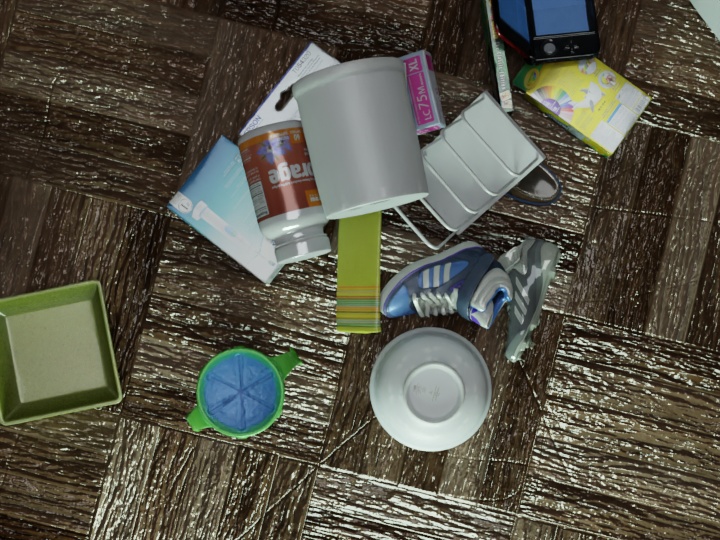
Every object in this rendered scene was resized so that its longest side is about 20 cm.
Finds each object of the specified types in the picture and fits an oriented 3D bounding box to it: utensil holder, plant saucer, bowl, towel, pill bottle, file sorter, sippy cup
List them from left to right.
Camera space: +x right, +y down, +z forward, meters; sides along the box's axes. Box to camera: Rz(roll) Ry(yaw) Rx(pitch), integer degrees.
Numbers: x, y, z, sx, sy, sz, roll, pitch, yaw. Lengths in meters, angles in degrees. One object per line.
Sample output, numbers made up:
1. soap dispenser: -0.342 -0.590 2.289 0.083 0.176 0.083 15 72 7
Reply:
1. plant saucer: -0.492 0.131 1.733 0.199 0.048 0.201 -11 88 0
2. sippy cup: -0.181 0.185 1.690 0.177 0.130 0.140 3 89 0
3. pill bottle: -0.109 -0.116 1.628 0.112 0.112 0.201 -15 87 0
4. towel: 0.000 0.000 1.731 0.086 0.018 0.201 0 87 37
5. utensil holder: 0.004 -0.190 1.577 0.169 0.170 0.201 -14 88 0
6. bowl: 0.114 0.190 1.711 0.200 0.090 0.202 0 88 -1
7. file sorter: 0.152 -0.148 1.660 0.139 0.124 0.200 48 124 2

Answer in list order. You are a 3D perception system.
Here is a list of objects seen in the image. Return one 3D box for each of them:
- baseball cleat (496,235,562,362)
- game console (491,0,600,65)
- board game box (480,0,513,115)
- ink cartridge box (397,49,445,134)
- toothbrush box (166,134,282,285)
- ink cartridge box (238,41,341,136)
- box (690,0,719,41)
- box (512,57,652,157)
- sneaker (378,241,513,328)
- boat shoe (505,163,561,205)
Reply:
1. baseball cleat: 0.251 0.043 1.736 0.106 0.070 0.201 21 84 14
2. game console: 0.285 -0.438 1.691 0.172 0.119 0.201 -5 72 4
3. board game box: 0.216 -0.342 1.720 0.023 0.105 0.201 -8 89 5
4. ink cartridge box: 0.024 -0.255 1.677 0.199 0.042 0.120 -15 84 22
5. toothbrush box: -0.182 -0.094 1.721 0.200 0.085 0.147 37 87 2
6. ink cartridge box: -0.060 -0.233 1.749 0.200 0.043 0.197 39 89 5
7. box: 0.629 -0.429 1.675 0.131 0.199 0.200 -35 89 0
8. box: 0.354 -0.287 1.748 0.200 0.048 0.117 36 89 -1
9. sneaker: 0.140 0.047 1.687 0.200 0.081 0.147 -29 46 -6
10. boat shoe: 0.233 -0.166 1.730 0.200 0.072 0.072 27 89 1
